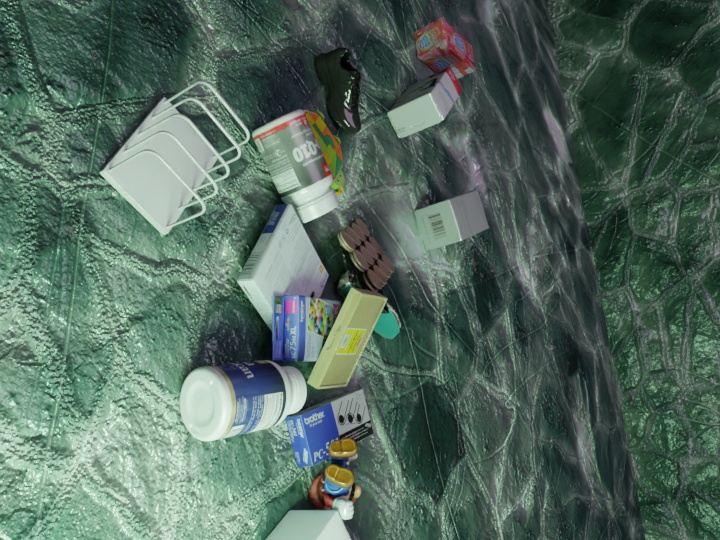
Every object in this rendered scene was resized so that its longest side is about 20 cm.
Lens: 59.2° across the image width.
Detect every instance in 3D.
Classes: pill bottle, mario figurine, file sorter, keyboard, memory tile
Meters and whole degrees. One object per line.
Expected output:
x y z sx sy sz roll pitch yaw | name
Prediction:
-0.182 0.204 1.029 0.199 0.110 0.113 4 74 -54 | pill bottle
-0.024 0.373 1.127 0.106 0.201 0.123 39 58 19 | mario figurine
-0.124 -0.204 1.259 0.114 0.113 0.202 -41 111 -52 | pill bottle
-0.285 -0.188 1.024 0.139 0.124 0.201 50 42 -31 | file sorter
0.000 0.000 1.357 0.127 0.021 0.201 37 25 -43 | keyboard
0.014 -0.036 1.397 0.154 0.017 0.200 55 18 -4 | memory tile

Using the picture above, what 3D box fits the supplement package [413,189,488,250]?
0.254 -0.141 1.751 0.199 0.116 0.118 -22 95 -54 | supplement package

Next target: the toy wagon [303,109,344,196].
-0.085 -0.253 1.394 0.201 0.039 0.156 52 41 -28 | toy wagon

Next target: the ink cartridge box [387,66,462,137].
0.179 -0.463 1.743 0.086 0.146 0.201 58 38 -21 | ink cartridge box

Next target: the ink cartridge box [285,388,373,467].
-0.055 0.301 1.224 0.199 0.044 0.095 -9 83 -55 | ink cartridge box

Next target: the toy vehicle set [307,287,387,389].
-0.023 0.133 1.232 0.202 0.026 0.124 -65 154 4 | toy vehicle set

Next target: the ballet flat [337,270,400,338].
0.024 0.069 1.403 0.200 0.071 0.072 47 44 -31 | ballet flat

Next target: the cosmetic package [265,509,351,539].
-0.089 0.535 1.025 0.199 0.122 0.202 -39 108 -52 | cosmetic package

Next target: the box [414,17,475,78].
0.267 -0.686 1.987 0.199 0.102 0.096 15 65 -49 | box

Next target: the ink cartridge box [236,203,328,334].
-0.140 0.013 1.206 0.201 0.043 0.198 65 33 -40 | ink cartridge box

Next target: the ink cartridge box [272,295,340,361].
-0.098 0.111 1.196 0.199 0.042 0.121 14 76 -61 | ink cartridge box

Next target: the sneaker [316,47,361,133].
-0.035 -0.423 1.484 0.076 0.090 0.202 -34 107 -55 | sneaker
